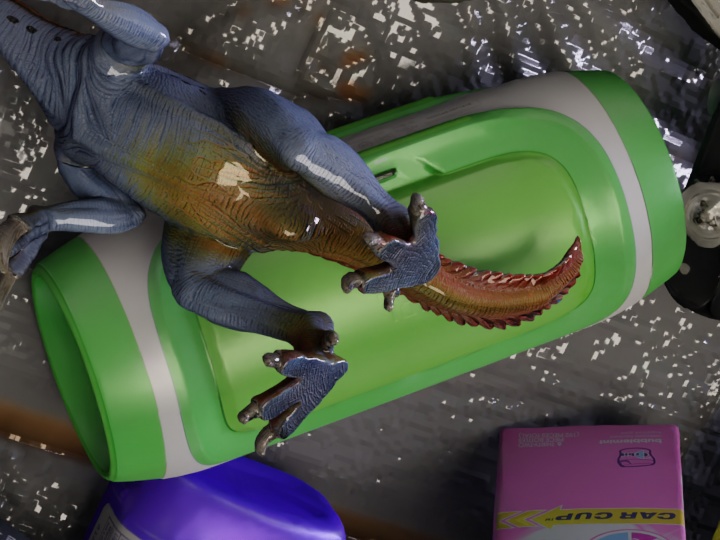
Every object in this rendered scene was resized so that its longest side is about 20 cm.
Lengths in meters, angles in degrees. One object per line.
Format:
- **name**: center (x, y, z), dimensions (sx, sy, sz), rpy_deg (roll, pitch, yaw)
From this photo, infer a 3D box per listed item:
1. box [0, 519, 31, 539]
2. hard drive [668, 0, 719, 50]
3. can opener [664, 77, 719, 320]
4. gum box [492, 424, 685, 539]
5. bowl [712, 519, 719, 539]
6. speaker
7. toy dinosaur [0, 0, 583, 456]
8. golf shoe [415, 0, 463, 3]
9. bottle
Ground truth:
- **box**: center (-0.121, 0.173, 0.830), dimensions (0.200, 0.107, 0.149), rpy_deg (36, 106, -6)
- **hard drive**: center (0.123, -0.161, 0.845), dimensions (0.140, 0.038, 0.200), rpy_deg (-48, 149, 1)
- **can opener**: center (0.150, -0.071, 0.890), dimensions (0.079, 0.063, 0.200), rpy_deg (-27, 137, -58)
- **gum box**: center (0.082, 0.168, 0.955), dimensions (0.066, 0.114, 0.200), rpy_deg (-2, 113, 5)
- **bowl**: center (0.227, 0.133, 0.949), dimensions (0.200, 0.108, 0.201), rpy_deg (-1, 92, -26)
- **speaker**: center (0.000, 0.000, 0.879), dimensions (0.200, 0.088, 0.089), rpy_deg (-19, 117, -15)
- **toy dinosaur**: center (-0.065, -0.027, 0.813), dimensions (0.200, 0.181, 0.105), rpy_deg (14, 112, -55)
- **golf shoe**: center (0.015, -0.165, 0.818), dimensions (0.077, 0.088, 0.200), rpy_deg (-23, 119, -15)
- **bottle**: center (-0.078, 0.157, 0.918), dimensions (0.083, 0.065, 0.200), rpy_deg (22, 101, -23)
